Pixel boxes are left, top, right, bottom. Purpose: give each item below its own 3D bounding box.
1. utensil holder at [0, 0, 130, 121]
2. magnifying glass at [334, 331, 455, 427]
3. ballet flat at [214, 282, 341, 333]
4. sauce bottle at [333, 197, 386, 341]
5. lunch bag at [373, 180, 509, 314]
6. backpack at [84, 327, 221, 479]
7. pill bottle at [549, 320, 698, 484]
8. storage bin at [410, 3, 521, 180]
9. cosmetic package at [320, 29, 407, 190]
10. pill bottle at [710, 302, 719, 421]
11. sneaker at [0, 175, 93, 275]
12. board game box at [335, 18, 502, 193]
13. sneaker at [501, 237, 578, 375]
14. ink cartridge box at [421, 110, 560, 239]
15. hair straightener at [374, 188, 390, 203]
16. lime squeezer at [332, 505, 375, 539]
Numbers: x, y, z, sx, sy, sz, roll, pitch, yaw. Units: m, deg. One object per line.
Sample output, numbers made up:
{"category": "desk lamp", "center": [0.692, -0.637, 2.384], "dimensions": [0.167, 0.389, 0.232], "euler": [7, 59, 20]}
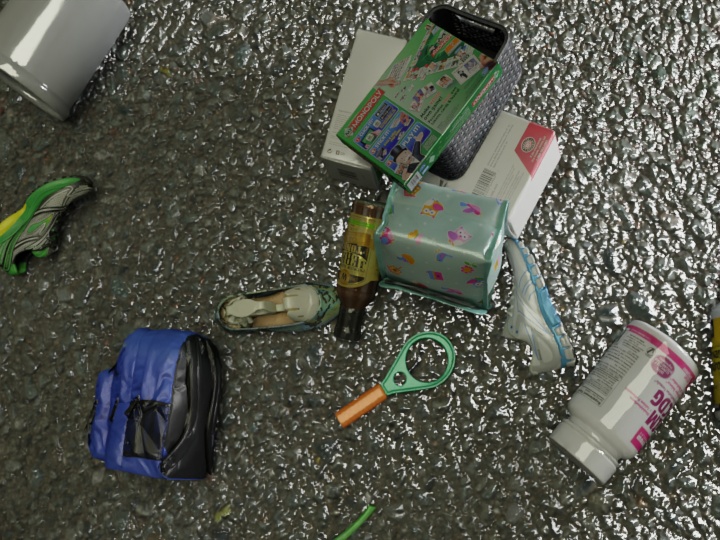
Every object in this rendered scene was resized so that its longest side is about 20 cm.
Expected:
{"category": "utensil holder", "center": [-0.476, -0.367, 1.420], "dimensions": [0.168, 0.170, 0.202], "euler": [32, 83, 12]}
{"category": "magnifying glass", "center": [0.051, 0.162, 1.322], "dimensions": [0.198, 0.022, 0.080], "euler": [-34, 77, 0]}
{"category": "ballet flat", "center": [-0.122, 0.057, 1.341], "dimensions": [0.195, 0.074, 0.076], "euler": [-11, 77, 5]}
{"category": "sauce bottle", "center": [0.000, 0.000, 1.321], "dimensions": [0.063, 0.065, 0.205], "euler": [11, 96, 9]}
{"category": "lunch bag", "center": [0.111, -0.019, 1.263], "dimensions": [0.167, 0.201, 0.124], "euler": [15, 62, 11]}
{"category": "backpack", "center": [-0.290, 0.182, 1.290], "dimensions": [0.164, 0.163, 0.205], "euler": [7, 80, 12]}
{"category": "pill bottle", "center": [0.352, 0.179, 1.233], "dimensions": [0.113, 0.113, 0.201], "euler": [39, 86, 13]}
{"category": "storage bin", "center": [0.120, -0.247, 1.268], "dimensions": [0.134, 0.094, 0.202], "euler": [28, 83, 28]}
{"category": "cosmetic package", "center": [0.011, -0.239, 1.363], "dimensions": [0.083, 0.108, 0.204], "euler": [15, 82, 11]}
{"category": "pill bottle", "center": [0.530, 0.101, 1.226], "dimensions": [0.109, 0.112, 0.205], "euler": [1, 78, 7]}
{"category": "sneaker", "center": [-0.487, -0.072, 1.418], "dimensions": [0.199, 0.078, 0.086], "euler": [-41, 83, 7]}
{"category": "board game box", "center": [0.076, -0.220, 1.208], "dimensions": [0.134, 0.029, 0.201], "euler": [38, 89, 30]}
{"category": "sneaker", "center": [0.233, 0.053, 1.297], "dimensions": [0.085, 0.075, 0.204], "euler": [-23, 75, 11]}
{"category": "ink cartridge box", "center": [0.167, -0.156, 1.316], "dimensions": [0.198, 0.085, 0.148], "euler": [27, 83, 26]}
{"category": "hair straightener", "center": [0.108, -0.067, 1.331], "dimensions": [0.197, 0.077, 0.041], "euler": [28, 81, 12]}
{"category": "lime squeezer", "center": [-0.035, 0.426, 1.280], "dimensions": [0.069, 0.038, 0.205], "euler": [16, 79, -22]}
